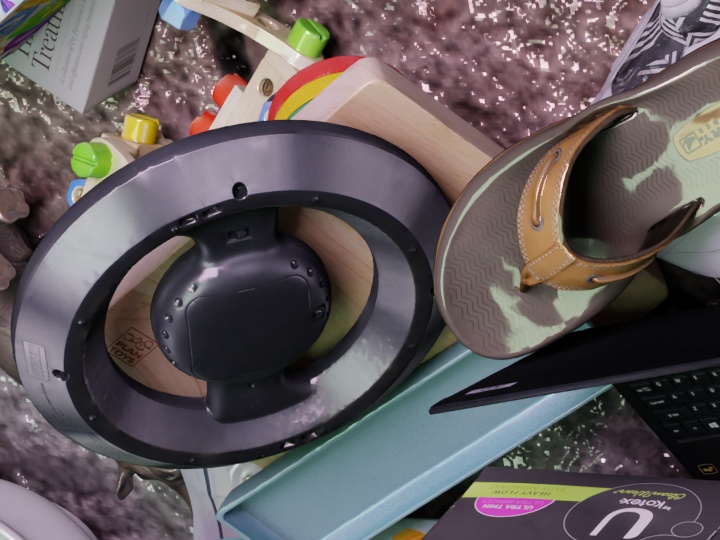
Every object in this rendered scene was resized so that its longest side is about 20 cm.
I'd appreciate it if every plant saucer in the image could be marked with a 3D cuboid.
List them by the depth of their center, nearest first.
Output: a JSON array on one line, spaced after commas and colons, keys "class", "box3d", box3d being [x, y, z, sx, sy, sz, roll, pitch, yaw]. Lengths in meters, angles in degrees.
[{"class": "plant saucer", "box3d": [0.029, 0.075, 1.248, 0.200, 0.019, 0.070, -33, 131, 19]}]

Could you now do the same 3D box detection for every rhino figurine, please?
[{"class": "rhino figurine", "box3d": [-0.148, 0.052, 1.427, 0.200, 0.060, 0.087, 50, 152, -1]}]

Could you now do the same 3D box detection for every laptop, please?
[{"class": "laptop", "box3d": [0.165, 0.067, 1.142, 0.177, 0.103, 0.200, -12, 134, 39]}]

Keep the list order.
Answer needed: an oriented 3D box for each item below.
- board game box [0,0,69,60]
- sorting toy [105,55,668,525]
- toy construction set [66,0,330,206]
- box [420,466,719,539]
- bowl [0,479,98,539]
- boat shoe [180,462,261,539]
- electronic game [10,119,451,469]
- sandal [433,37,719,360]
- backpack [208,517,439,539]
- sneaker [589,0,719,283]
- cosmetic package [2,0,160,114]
[{"class": "board game box", "box3d": [-0.160, -0.171, 1.209, 0.200, 0.103, 0.105, -34, 93, 42]}, {"class": "sorting toy", "box3d": [0.000, 0.000, 1.233, 0.199, 0.070, 0.200, -39, 128, 23]}, {"class": "toy construction set", "box3d": [-0.074, -0.072, 1.292, 0.131, 0.092, 0.200, 46, 132, 31]}, {"class": "box", "box3d": [0.110, 0.205, 1.204, 0.148, 0.124, 0.200, 0, 115, 31]}, {"class": "bowl", "box3d": [-0.200, 0.192, 1.528, 0.201, 0.090, 0.201, 17, 124, 27]}, {"class": "boat shoe", "box3d": [-0.053, 0.101, 1.395, 0.067, 0.074, 0.200, 8, 132, 14]}, {"class": "electronic game", "box3d": [-0.052, 0.014, 1.157, 0.042, 0.200, 0.200, -113, 33, -42]}, {"class": "sandal", "box3d": [0.106, -0.026, 1.096, 0.200, 0.055, 0.082, -30, 103, 29]}, {"class": "backpack", "box3d": [-0.003, 0.217, 1.349, 0.200, 0.153, 0.176, -15, 126, 13]}, {"class": "sneaker", "box3d": [0.169, -0.079, 1.125, 0.115, 0.075, 0.200, 29, 118, 0]}, {"class": "cosmetic package", "box3d": [-0.157, -0.197, 1.296, 0.151, 0.052, 0.200, 35, 131, 17]}]
